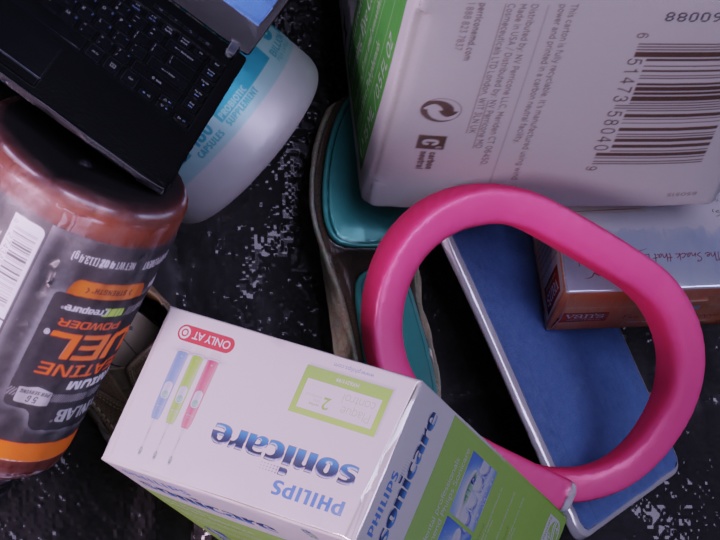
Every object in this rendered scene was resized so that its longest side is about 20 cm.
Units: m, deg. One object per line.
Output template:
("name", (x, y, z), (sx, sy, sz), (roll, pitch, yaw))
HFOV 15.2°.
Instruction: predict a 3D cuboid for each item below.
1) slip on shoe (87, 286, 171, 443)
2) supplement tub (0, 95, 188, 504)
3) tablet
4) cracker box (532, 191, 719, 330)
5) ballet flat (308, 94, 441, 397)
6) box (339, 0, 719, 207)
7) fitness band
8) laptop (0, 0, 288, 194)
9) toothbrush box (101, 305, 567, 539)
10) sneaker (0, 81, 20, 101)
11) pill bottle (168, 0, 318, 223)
("slip on shoe", (-0.110, 0.045, 1.377), (0.200, 0.061, 0.076), (46, 63, -11))
("supplement tub", (-0.166, 0.024, 1.281), (0.107, 0.200, 0.107), (23, 25, -11))
("tablet", (0.108, 0.039, 1.490), (0.130, 0.014, 0.200), (-25, 92, -55))
("cracker box", (0.160, -0.069, 1.501), (0.134, 0.058, 0.200), (-1, 66, -10))
("ballet flat", (0.000, 0.000, 1.445), (0.067, 0.062, 0.200), (4, 70, -22))
("box", (0.100, -0.154, 1.380), (0.200, 0.199, 0.171), (0, 59, -10))
("fitness band", (0.089, 0.039, 1.393), (0.200, 0.037, 0.144), (29, 86, -23))
("laptop", (-0.109, -0.166, 1.266), (0.177, 0.103, 0.200), (36, 37, -7))
("toothbrush box", (-0.008, 0.106, 1.313), (0.200, 0.146, 0.086), (42, 68, -56))
("sneaker", (-0.229, -0.134, 1.299), (0.095, 0.079, 0.200), (1, 47, -54))
("pill bottle", (-0.127, -0.124, 1.377), (0.200, 0.111, 0.111), (40, 65, -14))
